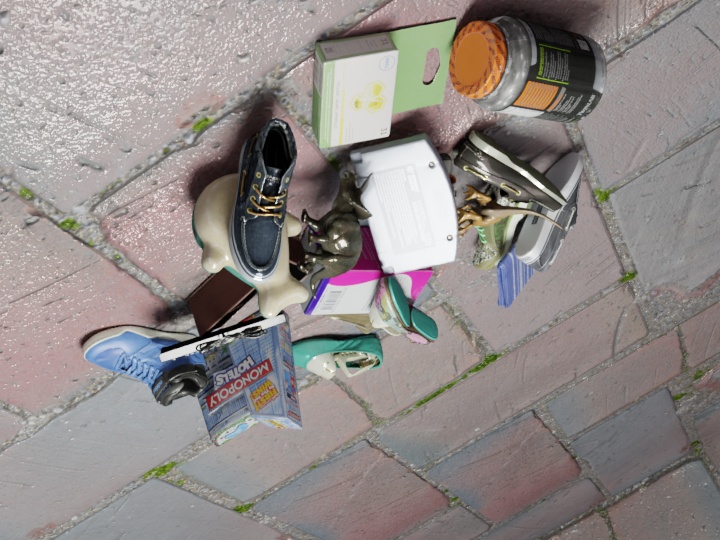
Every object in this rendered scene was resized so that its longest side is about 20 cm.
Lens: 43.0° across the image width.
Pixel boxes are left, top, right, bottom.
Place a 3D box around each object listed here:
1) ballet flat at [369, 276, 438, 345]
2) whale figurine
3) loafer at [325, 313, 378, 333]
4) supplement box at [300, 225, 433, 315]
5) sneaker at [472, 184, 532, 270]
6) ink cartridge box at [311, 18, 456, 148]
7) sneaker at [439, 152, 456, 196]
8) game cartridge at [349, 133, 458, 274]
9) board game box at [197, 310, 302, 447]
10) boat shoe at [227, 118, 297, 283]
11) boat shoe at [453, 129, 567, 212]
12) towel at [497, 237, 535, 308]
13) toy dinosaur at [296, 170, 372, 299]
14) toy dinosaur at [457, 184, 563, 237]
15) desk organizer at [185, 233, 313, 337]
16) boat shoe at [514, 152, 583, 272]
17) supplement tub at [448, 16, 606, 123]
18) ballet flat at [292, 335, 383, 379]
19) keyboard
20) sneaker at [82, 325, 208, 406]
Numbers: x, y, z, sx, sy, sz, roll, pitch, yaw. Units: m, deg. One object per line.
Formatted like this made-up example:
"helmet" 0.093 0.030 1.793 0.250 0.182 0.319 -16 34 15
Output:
"ballet flat" 0.057 0.074 1.447 0.070 0.070 0.200 -16 150 21
"whale figurine" -0.151 -0.030 1.246 0.158 0.202 0.104 -28 177 -31
"loafer" 0.003 0.072 1.567 0.198 0.076 0.068 9 127 -39
"supplement box" 0.000 0.000 1.450 0.198 0.104 0.102 2 136 -32
"sneaker" 0.212 -0.086 1.515 0.087 0.077 0.201 5 131 -18
"ink cartridge box" 0.035 -0.245 1.207 0.197 0.048 0.146 -12 142 -15
"sneaker" 0.117 -0.102 1.421 0.079 0.074 0.201 -25 145 -10
"game cartridge" 0.072 -0.096 1.333 0.132 0.041 0.202 -9 118 14
"board game box" -0.181 0.191 1.496 0.199 0.201 0.062 -32 146 8
"boat shoe" -0.124 -0.090 1.162 0.070 0.203 0.091 5 165 -22
"boat shoe" 0.231 -0.141 1.405 0.200 0.072 0.061 30 111 -23
"towel" 0.293 -0.042 1.571 0.201 0.024 0.145 -51 152 -20
"toy dinosaur" -0.034 -0.036 1.288 0.101 0.077 0.202 -2 117 -17
"toy dinosaur" 0.205 -0.092 1.421 0.105 0.061 0.199 16 165 -39
"desk organizer" -0.170 0.023 1.394 0.200 0.077 0.071 -41 142 21
"boat shoe" 0.321 -0.093 1.486 0.067 0.071 0.202 31 76 -26
"supplement tub" 0.223 -0.269 1.227 0.198 0.123 0.123 3 136 -34
"ballet flat" -0.042 0.160 1.657 0.198 0.071 0.068 -3 140 -28
"keyboard" -0.206 0.102 1.381 0.198 0.021 0.127 -19 -175 -10
"sneaker" -0.331 0.155 1.433 0.198 0.112 0.077 9 133 -39
